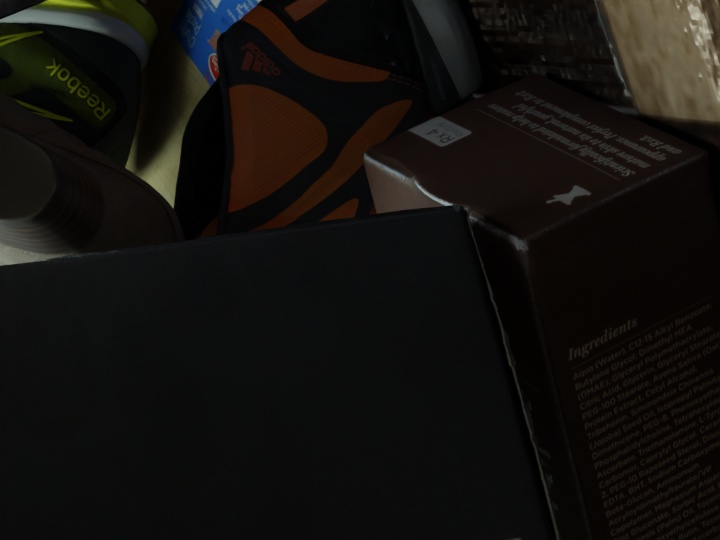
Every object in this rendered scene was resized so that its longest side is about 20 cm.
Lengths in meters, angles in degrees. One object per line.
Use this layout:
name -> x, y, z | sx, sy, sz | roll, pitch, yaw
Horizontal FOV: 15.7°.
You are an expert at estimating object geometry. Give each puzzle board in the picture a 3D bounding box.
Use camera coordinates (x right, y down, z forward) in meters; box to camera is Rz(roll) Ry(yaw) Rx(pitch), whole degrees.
puzzle board -> -0.082, -0.071, 0.995 | 0.151, 0.017, 0.200 | -62, 31, 17

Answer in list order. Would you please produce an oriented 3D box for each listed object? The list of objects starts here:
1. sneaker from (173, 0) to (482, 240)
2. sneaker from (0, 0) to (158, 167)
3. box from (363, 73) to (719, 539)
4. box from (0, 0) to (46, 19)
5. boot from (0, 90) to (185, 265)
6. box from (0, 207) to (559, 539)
sneaker -> 0.000, 0.000, 0.891 | 0.078, 0.112, 0.201 | 3, 116, 68
sneaker -> -0.174, -0.062, 0.955 | 0.075, 0.199, 0.085 | 72, -164, -64
box -> 0.073, 0.049, 0.828 | 0.100, 0.075, 0.201 | 34, 145, 56
box -> -0.167, -0.171, 0.849 | 0.200, 0.049, 0.162 | 26, 135, 60
boot -> -0.147, -0.040, 0.855 | 0.200, 0.070, 0.146 | 32, 174, 12
box -> -0.077, 0.081, 0.768 | 0.197, 0.199, 0.125 | 139, 119, -62
